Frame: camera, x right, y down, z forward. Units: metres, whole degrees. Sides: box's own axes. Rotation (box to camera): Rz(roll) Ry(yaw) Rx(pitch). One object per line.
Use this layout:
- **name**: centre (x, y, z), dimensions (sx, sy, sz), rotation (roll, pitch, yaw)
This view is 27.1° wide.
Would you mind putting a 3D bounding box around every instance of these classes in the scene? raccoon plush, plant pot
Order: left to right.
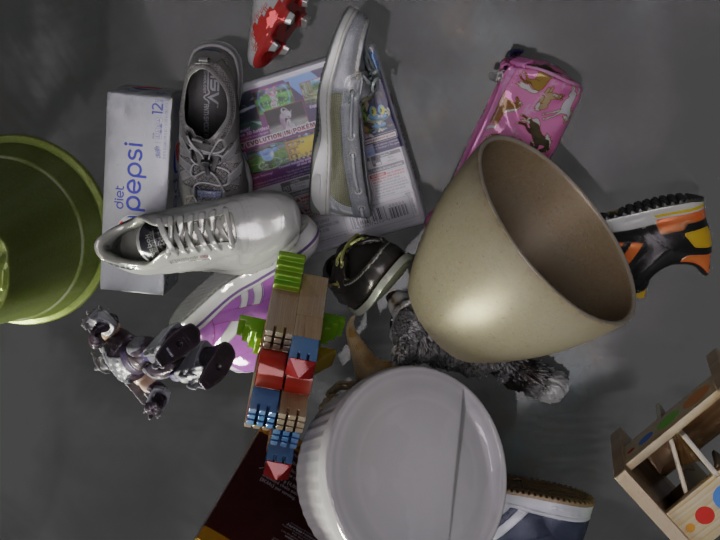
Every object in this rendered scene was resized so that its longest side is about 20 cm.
- **plant pot**: centre (-0.367, -0.021, 1.458), dimensions (0.199, 0.190, 0.201), rotation (2, 103, 9)
- **raccoon plush**: centre (0.115, 0.071, 1.434), dimensions (0.199, 0.134, 0.097), rotation (20, 104, 4)

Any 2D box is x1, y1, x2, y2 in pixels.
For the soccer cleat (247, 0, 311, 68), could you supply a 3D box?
- **soccer cleat**: centre (-0.079, -0.293, 1.420), dimensions (0.085, 0.069, 0.201), rotation (23, 102, 12)

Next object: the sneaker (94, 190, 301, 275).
- **sneaker**: centre (-0.149, -0.030, 1.390), dimensions (0.199, 0.080, 0.077), rotation (-12, 82, 24)

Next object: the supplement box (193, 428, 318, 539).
- **supplement box**: centre (-0.066, 0.291, 1.465), dimensions (0.197, 0.200, 0.133), rotation (30, 122, 1)

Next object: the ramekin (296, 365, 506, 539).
- **ramekin**: centre (0.032, 0.192, 1.394), dimensions (0.094, 0.202, 0.203), rotation (-17, 104, 57)

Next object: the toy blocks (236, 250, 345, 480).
- **toy blocks**: centre (-0.073, 0.101, 1.393), dimensions (0.099, 0.137, 0.200), rotation (11, 137, -5)

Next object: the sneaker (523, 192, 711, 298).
- **sneaker**: centre (0.238, -0.011, 1.431), dimensions (0.199, 0.070, 0.091), rotation (-14, 97, 9)

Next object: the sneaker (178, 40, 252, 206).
- **sneaker**: centre (-0.150, -0.117, 1.437), dimensions (0.074, 0.082, 0.201), rotation (-1, 103, 9)

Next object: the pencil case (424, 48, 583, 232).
- **pencil case**: centre (0.133, -0.106, 1.420), dimensions (0.086, 0.083, 0.201), rotation (26, 106, 8)

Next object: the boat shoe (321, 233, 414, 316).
- **boat shoe**: centre (0.000, 0.000, 1.407), dimensions (0.061, 0.201, 0.072), rotation (45, 79, -1)

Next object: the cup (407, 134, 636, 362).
- **cup**: centre (0.127, 0.002, 1.331), dimensions (0.200, 0.200, 0.143), rotation (47, 120, -4)

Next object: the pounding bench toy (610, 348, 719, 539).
- **pounding bench toy**: centre (0.365, 0.200, 1.433), dimensions (0.156, 0.124, 0.200), rotation (-42, 94, 14)

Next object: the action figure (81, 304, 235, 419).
- **action figure**: centre (-0.216, 0.087, 1.488), dimensions (0.200, 0.070, 0.130), rotation (-8, 131, 51)

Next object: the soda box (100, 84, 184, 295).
- **soda box**: centre (-0.216, -0.081, 1.486), dimensions (0.068, 0.063, 0.201), rotation (5, 104, 6)

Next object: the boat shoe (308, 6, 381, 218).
- **boat shoe**: centre (-0.009, -0.147, 1.415), dimensions (0.064, 0.074, 0.203), rotation (8, 108, 1)

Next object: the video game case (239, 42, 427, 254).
- **video game case**: centre (-0.053, -0.109, 1.478), dimensions (0.199, 0.023, 0.183), rotation (-15, 100, 13)

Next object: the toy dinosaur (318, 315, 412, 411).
- **toy dinosaur**: centre (0.010, 0.117, 1.497), dimensions (0.101, 0.058, 0.200), rotation (-29, 121, 14)

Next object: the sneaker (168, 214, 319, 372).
- **sneaker**: centre (-0.085, 0.030, 1.478), dimensions (0.114, 0.073, 0.200), rotation (41, 126, -17)

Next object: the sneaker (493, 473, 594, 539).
- **sneaker**: centre (0.128, 0.259, 1.510), dimensions (0.199, 0.070, 0.109), rotation (12, 102, 3)
